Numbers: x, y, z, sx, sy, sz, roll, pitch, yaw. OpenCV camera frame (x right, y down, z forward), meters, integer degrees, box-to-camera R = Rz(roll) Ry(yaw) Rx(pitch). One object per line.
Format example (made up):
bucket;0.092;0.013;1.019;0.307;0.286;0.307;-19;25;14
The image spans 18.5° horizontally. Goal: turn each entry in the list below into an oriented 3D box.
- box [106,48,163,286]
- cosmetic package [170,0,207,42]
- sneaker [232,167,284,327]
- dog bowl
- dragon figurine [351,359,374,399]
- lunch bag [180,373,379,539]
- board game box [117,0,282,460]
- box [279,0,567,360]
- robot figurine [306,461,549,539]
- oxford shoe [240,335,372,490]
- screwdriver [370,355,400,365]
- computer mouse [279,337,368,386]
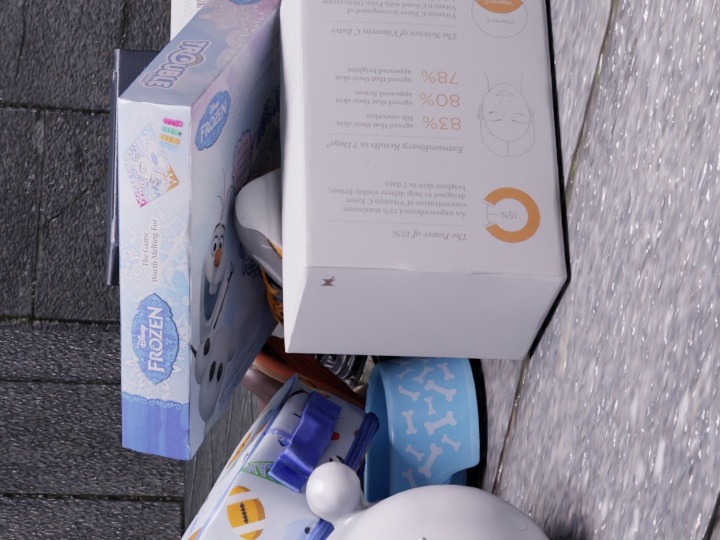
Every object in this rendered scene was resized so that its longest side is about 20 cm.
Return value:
box;-0.082;-0.069;1.593;0.107;0.199;0.149;117;154;-71
cosmetic package;-0.044;-0.153;1.451;0.200;0.081;0.113;20;-113;-62
sneaker;-0.020;0.004;1.197;0.200;0.077;0.078;37;-136;-56
dog bowl;0.032;0.141;1.243;0.111;0.049;0.201;180;91;-81
dragon figurine;-0.005;0.113;1.501;0.200;0.059;0.100;-154;66;-82
lunch bag;-0.055;0.145;1.167;0.160;0.075;0.200;-57;2;21
board game box;-0.077;-0.036;1.178;0.200;0.043;0.200;-60;-24;-60
box;0.026;-0.067;1.091;0.098;0.124;0.201;107;164;-62
robot figurine;0.033;0.157;1.006;0.170;0.113;0.200;47;170;3
oxford shoe;-0.029;0.098;1.324;0.071;0.073;0.200;39;178;37
screwdriver;0.000;0.000;1.286;0.029;0.028;0.200;-95;-16;-68
computer mouse;-0.048;-0.021;1.422;0.200;0.053;0.138;67;156;-3
